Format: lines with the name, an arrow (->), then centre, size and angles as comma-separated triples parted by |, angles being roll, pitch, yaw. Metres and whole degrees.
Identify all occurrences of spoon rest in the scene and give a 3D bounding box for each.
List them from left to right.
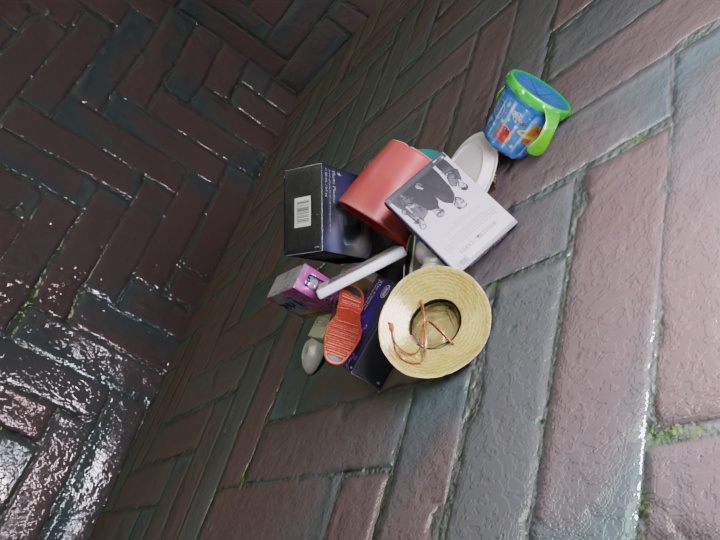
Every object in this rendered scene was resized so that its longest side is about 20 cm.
spoon rest -> -0.095, 0.162, 1.740 | 0.099, 0.060, 0.202 | -159, 87, -71

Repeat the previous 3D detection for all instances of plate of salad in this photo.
plate of salad -> 0.229, -0.191, 1.465 | 0.200, 0.048, 0.201 | -46, 34, 42

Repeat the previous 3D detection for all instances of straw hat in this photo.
straw hat -> 0.133, 0.097, 1.226 | 0.202, 0.200, 0.085 | -61, -23, -8

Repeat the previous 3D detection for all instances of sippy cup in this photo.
sippy cup -> 0.307, -0.289, 1.336 | 0.131, 0.139, 0.178 | -57, -5, 33

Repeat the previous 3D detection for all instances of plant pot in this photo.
plant pot -> 0.078, -0.171, 1.527 | 0.178, 0.200, 0.200 | -58, 20, -1

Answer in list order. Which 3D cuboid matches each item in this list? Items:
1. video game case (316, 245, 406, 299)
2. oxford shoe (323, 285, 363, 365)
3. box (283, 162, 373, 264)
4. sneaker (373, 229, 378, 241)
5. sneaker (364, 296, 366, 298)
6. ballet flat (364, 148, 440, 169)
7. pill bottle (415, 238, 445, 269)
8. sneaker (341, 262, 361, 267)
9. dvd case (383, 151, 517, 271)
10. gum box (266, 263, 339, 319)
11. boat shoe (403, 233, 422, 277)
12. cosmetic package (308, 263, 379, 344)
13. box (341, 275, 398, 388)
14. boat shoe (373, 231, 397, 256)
video game case -> 0.000, 0.000, 1.490 | 0.199, 0.023, 0.182 | -27, 3, 0
oxford shoe -> -0.037, 0.123, 1.425 | 0.201, 0.071, 0.073 | -71, 5, -46
box -> -0.071, -0.127, 1.633 | 0.122, 0.198, 0.202 | -6, 82, 35
sneaker -> 0.060, -0.141, 1.778 | 0.073, 0.070, 0.202 | -130, 51, -67
sneaker -> -0.001, 0.099, 1.540 | 0.201, 0.087, 0.076 | -61, 20, -7
ballet flat -> 0.105, -0.252, 1.717 | 0.071, 0.198, 0.071 | 170, 90, -84
pill bottle -> 0.164, -0.065, 1.336 | 0.112, 0.112, 0.202 | -25, 50, 56
sneaker -> -0.029, -0.045, 1.812 | 0.200, 0.076, 0.086 | -111, 22, -62
dvd case -> 0.163, -0.105, 1.278 | 0.150, 0.200, 0.025 | -40, -20, -9
gum box -> -0.131, 0.052, 1.666 | 0.200, 0.113, 0.067 | -20, 42, 62
boat shoe -> 0.130, -0.055, 1.456 | 0.060, 0.075, 0.201 | -24, 45, 67
cosmetic package -> -0.036, 0.086, 1.665 | 0.201, 0.071, 0.105 | -62, 20, -11
box -> 0.037, 0.121, 1.440 | 0.201, 0.079, 0.141 | -60, 23, -4
boat shoe -> 0.068, -0.107, 1.676 | 0.202, 0.086, 0.075 | -38, 28, 44
